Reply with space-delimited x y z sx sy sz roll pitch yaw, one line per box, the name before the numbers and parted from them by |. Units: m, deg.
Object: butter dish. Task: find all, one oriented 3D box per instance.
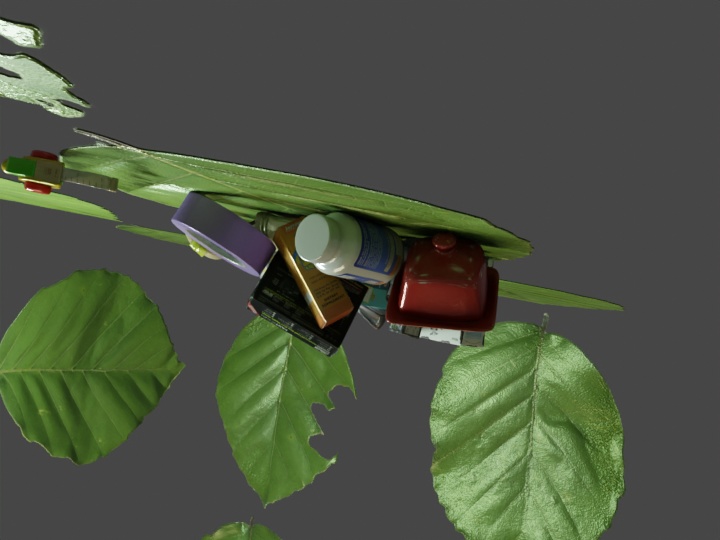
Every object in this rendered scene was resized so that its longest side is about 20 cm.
butter dish | 0.152 0.000 1.279 0.198 0.149 0.200 4 -144 12

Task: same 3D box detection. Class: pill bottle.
pill bottle | -0.021 -0.042 1.265 0.111 0.113 0.199 7 175 40

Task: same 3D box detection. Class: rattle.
rattle | -0.315 -0.115 1.674 0.130 0.144 0.199 42 -152 21

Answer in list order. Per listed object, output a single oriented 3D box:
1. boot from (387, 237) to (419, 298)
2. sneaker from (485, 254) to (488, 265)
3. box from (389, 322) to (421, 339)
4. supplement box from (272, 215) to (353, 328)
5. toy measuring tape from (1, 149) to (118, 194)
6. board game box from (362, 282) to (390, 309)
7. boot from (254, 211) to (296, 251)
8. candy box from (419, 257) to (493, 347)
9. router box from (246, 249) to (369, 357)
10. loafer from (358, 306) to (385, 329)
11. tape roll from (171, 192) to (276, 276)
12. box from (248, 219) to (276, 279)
boot | 0.068 -0.004 1.476 0.199 0.133 0.069 8 178 38
sneaker | 0.197 0.011 1.520 0.075 0.077 0.200 11 142 -30
box | 0.121 0.047 1.587 0.044 0.202 0.160 15 176 -6
supplement box | -0.090 0.003 1.322 0.066 0.201 0.069 -27 170 -17
toy measuring tape | -0.481 -0.152 1.146 0.198 0.074 0.074 10 177 2
board game box | 0.000 0.000 1.579 0.198 0.153 0.047 11 180 -19
boot | -0.129 -0.042 1.472 0.154 0.073 0.201 10 148 24
candy box | 0.215 0.066 1.618 0.071 0.202 0.167 8 178 -32
router box | -0.102 0.053 1.379 0.199 0.151 0.062 31 150 -5
loafer | -0.019 0.071 1.685 0.199 0.064 0.072 31 -159 29
tape roll | -0.263 -0.068 1.364 0.199 0.066 0.200 30 170 6
box | -0.198 -0.014 1.576 0.048 0.201 0.158 -28 -176 -19
